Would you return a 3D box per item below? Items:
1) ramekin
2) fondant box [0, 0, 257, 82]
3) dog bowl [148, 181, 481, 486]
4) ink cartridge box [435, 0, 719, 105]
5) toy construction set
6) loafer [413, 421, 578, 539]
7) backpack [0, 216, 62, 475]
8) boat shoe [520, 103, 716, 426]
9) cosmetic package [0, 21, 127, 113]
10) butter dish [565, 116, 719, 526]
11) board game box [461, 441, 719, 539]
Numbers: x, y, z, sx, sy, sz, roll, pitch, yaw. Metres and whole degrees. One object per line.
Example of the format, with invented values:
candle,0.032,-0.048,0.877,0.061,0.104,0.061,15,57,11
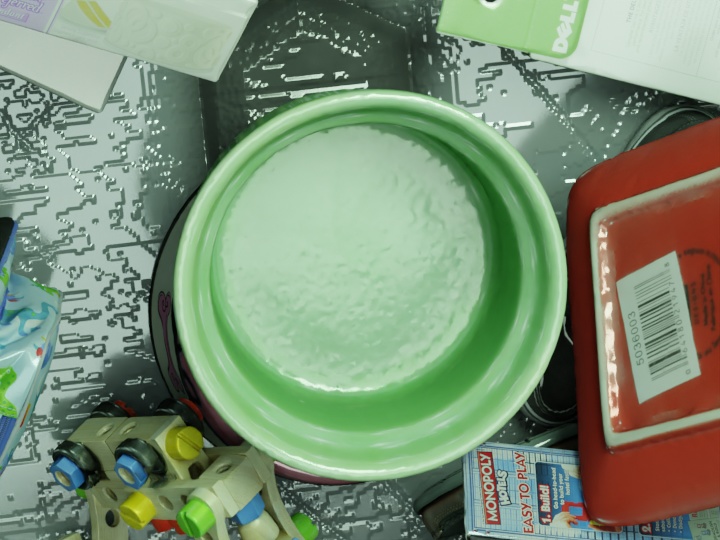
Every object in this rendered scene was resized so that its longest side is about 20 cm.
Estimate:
ramekin,0.000,0.000,1.430,0.199,0.098,0.201,-1,101,-7
fondant box,-0.133,-0.195,1.386,0.144,0.200,0.058,15,129,-21
dog bowl,-0.015,0.028,1.521,0.200,0.074,0.201,-2,102,-7
ink cartridge box,0.143,-0.158,1.512,0.199,0.059,0.104,13,99,-10
toy construction set,-0.100,0.138,1.501,0.200,0.092,0.131,-16,116,38
loafer,0.131,0.115,1.552,0.200,0.072,0.063,-23,77,-5
backpack,-0.248,0.064,1.441,0.147,0.183,0.200,31,101,-11
boat shoe,0.148,0.001,1.541,0.070,0.066,0.200,31,95,-12
cosmetic package,-0.208,-0.162,1.441,0.200,0.107,0.090,22,97,-13
butter dish,0.217,0.028,1.439,0.148,0.199,0.201,12,69,-41
board game box,0.119,0.163,1.517,0.199,0.062,0.200,16,141,-22
